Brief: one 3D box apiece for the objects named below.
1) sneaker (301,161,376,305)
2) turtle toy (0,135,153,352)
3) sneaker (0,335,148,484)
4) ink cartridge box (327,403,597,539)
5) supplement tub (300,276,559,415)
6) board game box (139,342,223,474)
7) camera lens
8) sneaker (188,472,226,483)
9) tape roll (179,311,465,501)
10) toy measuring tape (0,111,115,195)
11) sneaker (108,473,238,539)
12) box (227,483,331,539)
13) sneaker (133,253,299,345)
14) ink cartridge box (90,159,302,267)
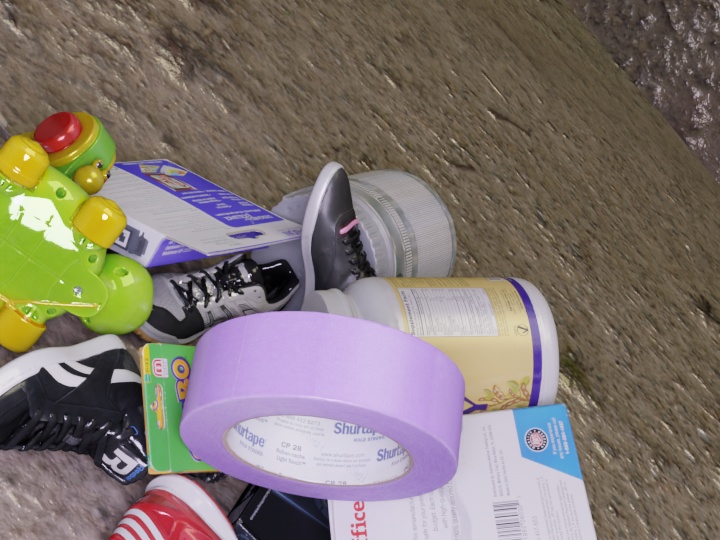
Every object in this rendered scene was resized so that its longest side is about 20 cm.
[{"bbox_3d":[0.000,0.000,1.275,0.099,0.200,0.071,13,23,24],"label":"sneaker"},{"bbox_3d":[-0.252,-0.014,1.100,0.200,0.146,0.101,38,6,-17],"label":"turtle toy"},{"bbox_3d":[-0.207,0.115,1.016,0.112,0.073,0.200,49,25,9],"label":"sneaker"},{"bbox_3d":[0.077,0.196,1.092,0.086,0.200,0.147,82,1,-48],"label":"ink cartridge box"},{"bbox_3d":[0.055,0.078,1.186,0.200,0.146,0.146,0,45,-18],"label":"supplement tub"},{"bbox_3d":[-0.106,0.109,1.074,0.200,0.030,0.096,12,69,-59],"label":"board game box"},{"bbox_3d":[-0.002,-0.019,1.426,0.160,0.160,0.200,51,27,10],"label":"camera lens"},{"bbox_3d":[-0.124,0.112,1.187,0.090,0.070,0.200,29,27,9],"label":"sneaker"},{"bbox_3d":[-0.026,0.103,0.990,0.200,0.200,0.066,28,57,-33],"label":"tape roll"},{"bbox_3d":[-0.265,-0.116,1.198,0.074,0.074,0.200,20,12,-42],"label":"toy measuring tape"},{"bbox_3d":[-0.111,0.254,1.009,0.200,0.078,0.116,42,39,2],"label":"sneaker"},{"bbox_3d":[-0.029,0.228,1.172,0.160,0.044,0.200,45,26,-4],"label":"box"},{"bbox_3d":[-0.137,0.017,1.262,0.200,0.088,0.076,-4,57,-56],"label":"sneaker"},{"bbox_3d":[-0.167,-0.046,1.263,0.200,0.043,0.198,25,18,24],"label":"ink cartridge box"}]
